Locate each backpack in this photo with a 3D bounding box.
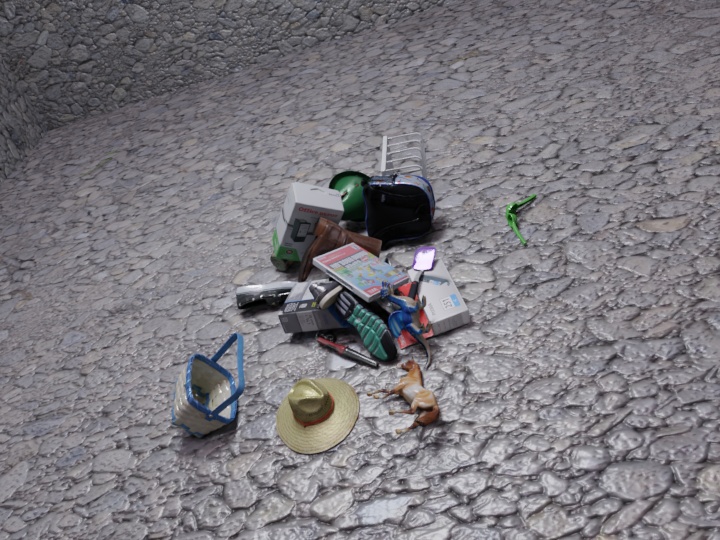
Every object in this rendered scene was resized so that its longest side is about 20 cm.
[{"bbox_3d":[0.111,-0.173,1.590,0.185,0.204,0.155,4,34,21],"label":"backpack"}]

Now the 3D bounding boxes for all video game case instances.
[{"bbox_3d":[0.000,0.000,1.392,0.141,0.018,0.198,-23,43,-39],"label":"video game case"}]

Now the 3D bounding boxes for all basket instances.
[{"bbox_3d":[-0.328,0.255,1.304,0.200,0.138,0.178,-44,32,22],"label":"basket"}]

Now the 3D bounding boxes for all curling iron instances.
[{"bbox_3d":[-0.033,0.179,1.359,0.197,0.026,0.049,22,53,41],"label":"curling iron"}]

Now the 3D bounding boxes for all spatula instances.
[{"bbox_3d":[0.136,0.020,1.396,0.055,0.021,0.203,1,45,25],"label":"spatula"}]

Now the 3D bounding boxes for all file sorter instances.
[{"bbox_3d":[0.135,-0.303,1.756,0.121,0.141,0.203,-8,40,12],"label":"file sorter"}]

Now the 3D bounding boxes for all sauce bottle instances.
[{"bbox_3d":[-0.187,-0.085,1.716,0.063,0.066,0.201,10,46,34],"label":"sauce bottle"}]

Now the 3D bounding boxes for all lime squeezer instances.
[{"bbox_3d":[0.409,-0.137,1.521,0.069,0.038,0.202,23,48,3],"label":"lime squeezer"}]

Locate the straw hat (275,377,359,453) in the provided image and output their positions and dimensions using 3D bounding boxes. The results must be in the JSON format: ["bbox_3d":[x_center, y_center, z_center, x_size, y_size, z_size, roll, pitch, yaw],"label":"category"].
[{"bbox_3d":[-0.106,0.277,1.232,0.196,0.086,0.204,-13,38,11],"label":"straw hat"}]

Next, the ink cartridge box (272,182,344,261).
[{"bbox_3d":[-0.145,-0.125,1.586,0.142,0.202,0.085,6,43,-23],"label":"ink cartridge box"}]

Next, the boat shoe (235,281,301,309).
[{"bbox_3d":[-0.241,0.069,1.568,0.194,0.069,0.058,-6,74,9],"label":"boat shoe"}]

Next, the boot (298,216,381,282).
[{"bbox_3d":[-0.051,-0.022,1.540,0.190,0.196,0.064,-65,16,11],"label":"boot"}]

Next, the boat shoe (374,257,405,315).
[{"bbox_3d":[0.065,0.040,1.411,0.065,0.074,0.203,-47,26,16],"label":"boat shoe"}]

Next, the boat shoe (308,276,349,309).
[{"bbox_3d":[-0.051,0.022,1.411,0.063,0.073,0.199,41,39,12],"label":"boat shoe"}]

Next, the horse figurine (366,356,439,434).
[{"bbox_3d":[0.100,0.258,1.175,0.129,0.051,0.200,-16,27,-21],"label":"horse figurine"}]

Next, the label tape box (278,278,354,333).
[{"bbox_3d":[-0.088,0.082,1.450,0.195,0.065,0.145,-8,29,18],"label":"label tape box"}]

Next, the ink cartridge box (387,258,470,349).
[{"bbox_3d":[0.146,0.074,1.383,0.172,0.045,0.202,-21,38,1],"label":"ink cartridge box"}]

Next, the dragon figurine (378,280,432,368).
[{"bbox_3d":[0.101,0.113,1.288,0.097,0.206,0.059,-12,5,31],"label":"dragon figurine"}]

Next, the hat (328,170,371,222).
[{"bbox_3d":[-0.054,-0.166,1.645,0.195,0.168,0.177,-8,31,30],"label":"hat"}]

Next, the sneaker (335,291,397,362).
[{"bbox_3d":[0.030,0.121,1.351,0.201,0.075,0.087,49,28,23],"label":"sneaker"}]
